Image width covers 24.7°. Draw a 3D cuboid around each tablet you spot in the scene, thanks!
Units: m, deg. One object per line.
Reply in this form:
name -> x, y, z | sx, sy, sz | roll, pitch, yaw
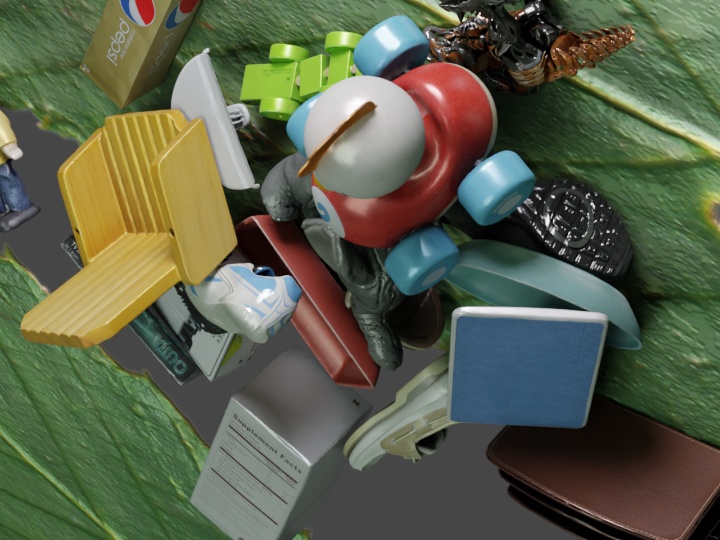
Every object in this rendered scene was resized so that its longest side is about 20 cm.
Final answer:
tablet -> 0.141, 0.086, 1.429 | 0.129, 0.014, 0.200 | 3, 148, 3

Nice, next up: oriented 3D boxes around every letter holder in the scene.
letter holder -> 0.223, 0.207, 1.509 | 0.199, 0.142, 0.101 | 23, 131, 26

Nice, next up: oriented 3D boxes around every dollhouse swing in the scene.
dollhouse swing -> -0.254, -0.042, 1.606 | 0.200, 0.175, 0.183 | 4, 113, 52

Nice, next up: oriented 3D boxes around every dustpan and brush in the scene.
dustpan and brush -> -0.153, -0.141, 1.624 | 0.200, 0.057, 0.140 | -9, 103, 57

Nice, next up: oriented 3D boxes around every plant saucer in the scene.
plant saucer -> -0.050, 0.026, 1.638 | 0.200, 0.037, 0.200 | 55, 169, -4
plant saucer -> 0.159, 0.016, 1.443 | 0.199, 0.036, 0.200 | 22, 173, 3

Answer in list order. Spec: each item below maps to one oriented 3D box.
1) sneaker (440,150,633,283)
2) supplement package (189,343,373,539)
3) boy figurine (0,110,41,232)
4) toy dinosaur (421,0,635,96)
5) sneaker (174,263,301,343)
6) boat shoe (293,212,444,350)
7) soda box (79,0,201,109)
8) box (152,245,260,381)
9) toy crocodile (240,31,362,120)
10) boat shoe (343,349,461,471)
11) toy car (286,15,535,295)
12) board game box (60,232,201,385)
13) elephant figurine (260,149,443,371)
sneaker -> 0.150, -0.042, 1.460 | 0.199, 0.076, 0.091 | 30, 154, 16
supplement package -> -0.088, 0.201, 1.788 | 0.117, 0.117, 0.200 | 38, 136, 13
boy figurine -> -0.434, -0.144, 1.883 | 0.124, 0.064, 0.201 | 3, 123, 42
toy dinosaur -> 0.134, -0.201, 1.361 | 0.199, 0.102, 0.136 | -9, 128, 24
sneaker -> -0.124, 0.022, 1.602 | 0.200, 0.072, 0.072 | 16, 140, 55
boat shoe -> 0.005, -0.004, 1.613 | 0.203, 0.075, 0.075 | 51, 165, 3
soda box -> -0.206, -0.252, 1.609 | 0.064, 0.068, 0.200 | 43, 137, 7
box -> -0.178, 0.003, 1.738 | 0.200, 0.060, 0.117 | 50, 140, 18
toy crocodile -> -0.037, -0.176, 1.529 | 0.199, 0.062, 0.068 | -3, 77, 44
boat shoe -> 0.051, 0.161, 1.673 | 0.068, 0.075, 0.200 | 51, 137, 8
toy car -> 0.003, -0.092, 1.310 | 0.177, 0.200, 0.185 | -44, 71, 25
board game box -> -0.240, 0.037, 1.804 | 0.028, 0.135, 0.200 | -41, 88, 5
elephant figurine -> 0.010, -0.029, 1.499 | 0.141, 0.155, 0.201 | -33, 71, 16
